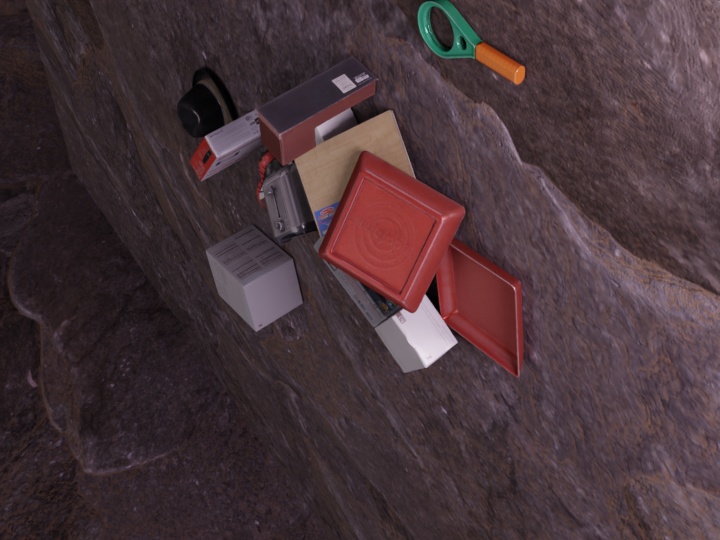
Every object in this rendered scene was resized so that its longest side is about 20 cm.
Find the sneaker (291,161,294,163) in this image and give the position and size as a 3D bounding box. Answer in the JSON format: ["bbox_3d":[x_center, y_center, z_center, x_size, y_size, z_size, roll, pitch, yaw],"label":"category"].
[{"bbox_3d":[-0.127,-0.254,1.729,0.089,0.073,0.201,56,161,18],"label":"sneaker"}]

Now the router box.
[{"bbox_3d":[-0.237,-0.267,1.781,0.049,0.198,0.179,58,157,-3],"label":"router box"}]

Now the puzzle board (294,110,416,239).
[{"bbox_3d":[-0.007,-0.158,1.482,0.197,0.017,0.153,-21,86,26],"label":"puzzle board"}]

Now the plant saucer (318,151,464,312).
[{"bbox_3d":[0.041,-0.058,1.438,0.198,0.037,0.202,31,113,13],"label":"plant saucer"}]

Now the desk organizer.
[{"bbox_3d":[-0.069,-0.261,1.444,0.072,0.198,0.078,46,157,26],"label":"desk organizer"}]

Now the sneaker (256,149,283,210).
[{"bbox_3d":[-0.179,-0.178,1.932,0.098,0.070,0.202,52,155,22],"label":"sneaker"}]

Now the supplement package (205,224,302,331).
[{"bbox_3d":[-0.270,0.017,2.253,0.199,0.149,0.154,37,148,42],"label":"supplement package"}]

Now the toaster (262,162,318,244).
[{"bbox_3d":[-0.094,-0.139,1.689,0.113,0.198,0.131,-20,89,49],"label":"toaster"}]

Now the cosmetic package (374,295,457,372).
[{"bbox_3d":[0.100,0.121,1.655,0.114,0.081,0.200,55,166,1],"label":"cosmetic package"}]

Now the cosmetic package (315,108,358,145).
[{"bbox_3d":[-0.038,-0.202,1.594,0.107,0.084,0.203,-2,115,64],"label":"cosmetic package"}]

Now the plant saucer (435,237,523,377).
[{"bbox_3d":[0.202,0.049,1.464,0.199,0.036,0.202,38,149,43],"label":"plant saucer"}]

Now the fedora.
[{"bbox_3d":[-0.374,-0.371,2.074,0.201,0.091,0.202,45,153,31],"label":"fedora"}]

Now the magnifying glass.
[{"bbox_3d":[0.144,-0.302,1.181,0.200,0.022,0.080,41,151,36],"label":"magnifying glass"}]

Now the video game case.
[{"bbox_3d":[0.000,0.000,1.647,0.201,0.023,0.182,53,156,3],"label":"video game case"}]
